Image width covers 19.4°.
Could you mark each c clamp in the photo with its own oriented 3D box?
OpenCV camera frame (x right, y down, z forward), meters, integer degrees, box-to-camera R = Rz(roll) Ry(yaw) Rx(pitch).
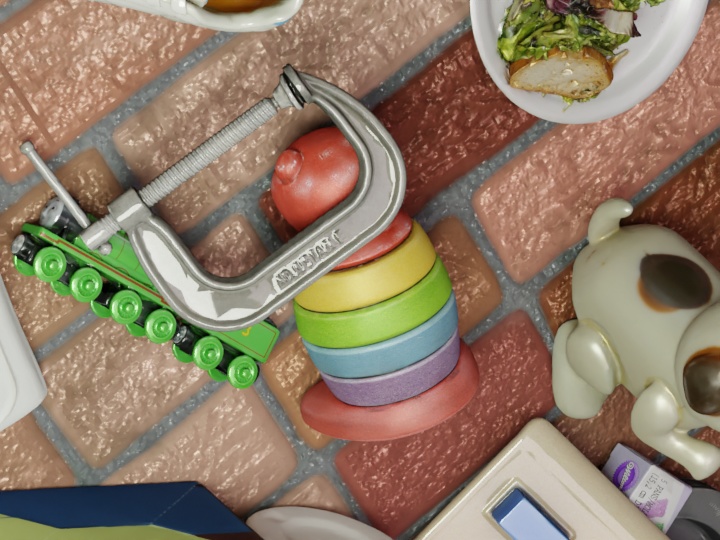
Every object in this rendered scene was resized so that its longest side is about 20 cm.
[{"bbox_3d":[-0.079,-0.054,1.293,0.200,0.027,0.171,-31,103,0],"label":"c clamp"}]

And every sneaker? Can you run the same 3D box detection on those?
[{"bbox_3d":[-0.127,-0.188,1.251,0.200,0.081,0.077,5,106,-29],"label":"sneaker"}]

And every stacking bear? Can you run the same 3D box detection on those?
[{"bbox_3d":[0.000,0.000,1.379,0.121,0.114,0.200,-27,114,-19],"label":"stacking bear"}]

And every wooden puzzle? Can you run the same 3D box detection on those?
[{"bbox_3d":[0.126,0.237,1.523,0.185,0.046,0.200,44,88,-12],"label":"wooden puzzle"}]

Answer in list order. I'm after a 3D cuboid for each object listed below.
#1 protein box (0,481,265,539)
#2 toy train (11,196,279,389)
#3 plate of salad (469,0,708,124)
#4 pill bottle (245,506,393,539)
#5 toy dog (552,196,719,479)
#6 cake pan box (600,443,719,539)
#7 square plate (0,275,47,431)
[{"bbox_3d":[-0.176,0.255,1.349,0.198,0.135,0.200,1,106,-30],"label":"protein box"},{"bbox_3d":[-0.134,0.015,1.345,0.200,0.042,0.056,32,80,-33],"label":"toy train"},{"bbox_3d":[0.165,-0.195,1.434,0.200,0.048,0.200,-10,111,-26],"label":"plate of salad"},{"bbox_3d":[-0.046,0.273,1.441,0.114,0.114,0.200,7,103,-31],"label":"pill bottle"},{"bbox_3d":[0.242,0.047,1.471,0.139,0.200,0.194,-18,115,-24],"label":"toy dog"},{"bbox_3d":[0.218,0.251,1.621,0.184,0.052,0.200,34,89,-36],"label":"cake pan box"},{"bbox_3d":[-0.287,0.070,1.243,0.200,0.028,0.198,-32,142,-18],"label":"square plate"}]
